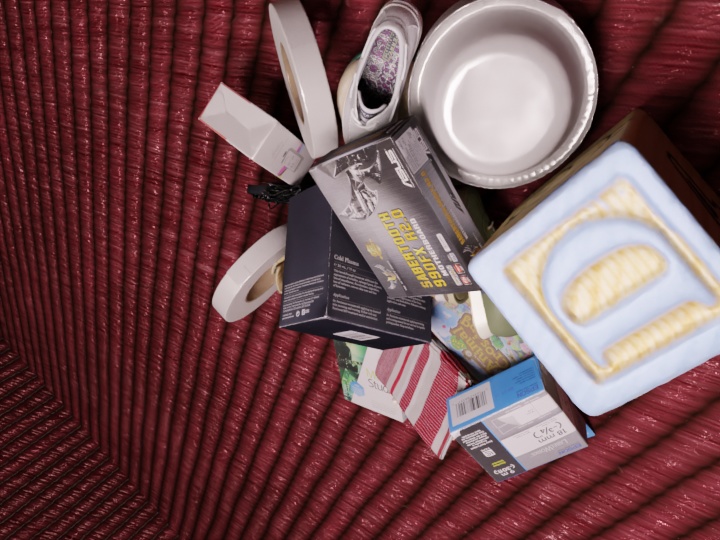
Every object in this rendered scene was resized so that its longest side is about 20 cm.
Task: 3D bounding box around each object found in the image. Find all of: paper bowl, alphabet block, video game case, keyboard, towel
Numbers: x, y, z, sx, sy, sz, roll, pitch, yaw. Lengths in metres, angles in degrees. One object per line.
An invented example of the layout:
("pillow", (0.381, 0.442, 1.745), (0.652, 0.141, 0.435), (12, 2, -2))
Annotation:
("paper bowl", (0.148, -0.185, 0.638), (0.196, 0.105, 0.205), (5, 122, 8))
("alphabet block", (0.259, -0.015, 0.607), (0.195, 0.200, 0.198), (-40, 88, 34))
("video game case", (0.181, 0.073, 0.837), (0.200, 0.022, 0.183), (47, 138, 7))
("keyboard", (-0.114, -0.110, 0.983), (0.197, 0.103, 0.041), (9, 81, 38))
("towel", (0.092, 0.168, 0.932), (0.200, 0.022, 0.147), (48, 129, 48))

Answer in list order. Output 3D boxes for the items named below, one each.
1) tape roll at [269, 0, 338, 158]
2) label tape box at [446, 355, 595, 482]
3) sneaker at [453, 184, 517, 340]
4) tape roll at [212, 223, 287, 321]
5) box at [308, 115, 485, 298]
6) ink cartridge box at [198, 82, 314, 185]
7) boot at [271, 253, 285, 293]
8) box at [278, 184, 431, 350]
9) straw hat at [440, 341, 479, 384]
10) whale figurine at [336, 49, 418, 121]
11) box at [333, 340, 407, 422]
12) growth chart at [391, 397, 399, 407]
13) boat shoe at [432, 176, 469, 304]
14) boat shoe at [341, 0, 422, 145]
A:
("tape roll", (-0.076, -0.256, 0.806), (0.203, 0.036, 0.207), (162, 91, -84))
("label tape box", (0.230, 0.226, 0.830), (0.143, 0.064, 0.200), (-31, 120, 22))
("sneaker", (0.173, -0.012, 0.737), (0.088, 0.067, 0.205), (-6, 108, 29))
("tape roll", (-0.170, 0.005, 1.034), (0.037, 0.202, 0.204), (43, 137, 9))
("box", (0.047, -0.062, 0.699), (0.157, 0.048, 0.202), (-7, 122, 51))
("ink cartridge box", (-0.144, -0.198, 0.928), (0.116, 0.200, 0.068), (37, 94, 17))
("boot", (-0.087, -0.004, 0.986), (0.072, 0.154, 0.200), (48, 138, 4))
("box", (0.000, 0.000, 0.829), (0.103, 0.197, 0.187), (-15, 65, 45))
("straw hat", (0.155, 0.194, 0.952), (0.198, 0.085, 0.205), (23, 130, 29))
("whale figurine", (0.057, -0.202, 0.785), (0.157, 0.105, 0.201), (-15, 130, 37))
("box", (0.018, 0.169, 1.096), (0.142, 0.036, 0.204), (12, 123, 36))
("growth chart", (0.135, 0.260, 0.985), (0.144, 0.018, 0.198), (42, 165, -33))
("boat shoe", (0.095, -0.056, 0.777), (0.067, 0.074, 0.205), (7, 110, 43))
("boat shoe", (0.017, -0.196, 0.674), (0.071, 0.069, 0.201), (29, 139, -1))
